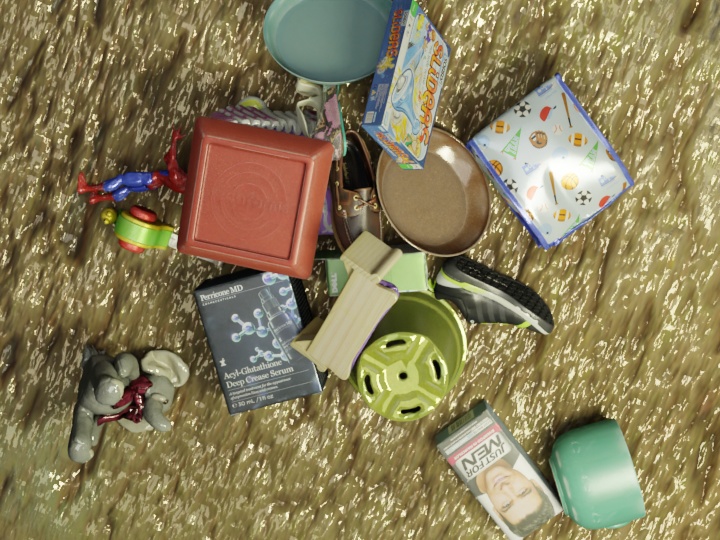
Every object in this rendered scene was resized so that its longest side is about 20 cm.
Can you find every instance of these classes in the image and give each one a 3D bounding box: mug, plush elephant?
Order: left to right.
[{"bbox_3d":[-0.349,0.196,1.747,0.154,0.200,0.165,18,114,-23],"label":"plush elephant"},{"bbox_3d":[0.354,0.326,1.727,0.114,0.152,0.186,-16,96,5],"label":"mug"}]

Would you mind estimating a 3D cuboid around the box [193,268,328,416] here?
[{"bbox_3d":[-0.148,0.098,1.736,0.148,0.107,0.201,-15,98,6],"label":"box"}]

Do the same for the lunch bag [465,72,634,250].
[{"bbox_3d":[0.275,-0.154,1.669,0.170,0.124,0.200,-38,89,5],"label":"lunch bag"}]

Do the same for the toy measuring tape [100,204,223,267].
[{"bbox_3d":[-0.303,-0.048,1.738,0.199,0.074,0.074,23,100,-1],"label":"toy measuring tape"}]

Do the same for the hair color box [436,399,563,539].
[{"bbox_3d":[0.215,0.313,1.778,0.099,0.061,0.200,-37,96,8],"label":"hair color box"}]

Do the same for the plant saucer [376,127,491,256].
[{"bbox_3d":[0.102,-0.113,1.683,0.200,0.037,0.201,9,71,-27],"label":"plant saucer"}]

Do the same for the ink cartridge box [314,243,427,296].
[{"bbox_3d":[0.000,0.000,1.715,0.199,0.104,0.060,-4,99,3],"label":"ink cartridge box"}]

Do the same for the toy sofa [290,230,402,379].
[{"bbox_3d":[-0.009,0.052,1.611,0.097,0.083,0.200,34,127,6],"label":"toy sofa"}]

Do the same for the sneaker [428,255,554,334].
[{"bbox_3d":[0.197,0.050,1.743,0.200,0.072,0.083,30,119,-1],"label":"sneaker"}]

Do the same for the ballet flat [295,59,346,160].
[{"bbox_3d":[-0.058,-0.244,1.647,0.071,0.069,0.201,3,59,-8],"label":"ballet flat"}]

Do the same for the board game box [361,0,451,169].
[{"bbox_3d":[0.067,-0.261,1.617,0.034,0.135,0.201,3,70,31],"label":"board game box"}]

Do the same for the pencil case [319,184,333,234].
[{"bbox_3d":[-0.108,-0.076,1.690,0.199,0.084,0.086,-12,85,-16],"label":"pencil case"}]

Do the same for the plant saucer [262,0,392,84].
[{"bbox_3d":[-0.040,-0.342,1.651,0.199,0.027,0.201,0,61,0],"label":"plant saucer"}]

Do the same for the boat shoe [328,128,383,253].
[{"bbox_3d":[-0.007,-0.105,1.647,0.070,0.070,0.201,-8,73,-26],"label":"boat shoe"}]

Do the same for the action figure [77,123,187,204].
[{"bbox_3d":[-0.319,-0.158,1.720,0.199,0.065,0.099,-2,70,15],"label":"action figure"}]

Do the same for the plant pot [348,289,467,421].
[{"bbox_3d":[0.062,0.135,1.694,0.200,0.184,0.201,1,100,3],"label":"plant pot"}]

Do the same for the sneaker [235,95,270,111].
[{"bbox_3d":[-0.183,-0.162,1.711,0.075,0.076,0.201,19,99,1],"label":"sneaker"}]

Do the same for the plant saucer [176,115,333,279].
[{"bbox_3d":[-0.152,-0.098,1.600,0.199,0.037,0.201,12,103,3],"label":"plant saucer"}]

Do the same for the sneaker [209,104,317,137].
[{"bbox_3d":[-0.129,-0.189,1.672,0.200,0.080,0.089,1,116,-33],"label":"sneaker"}]
